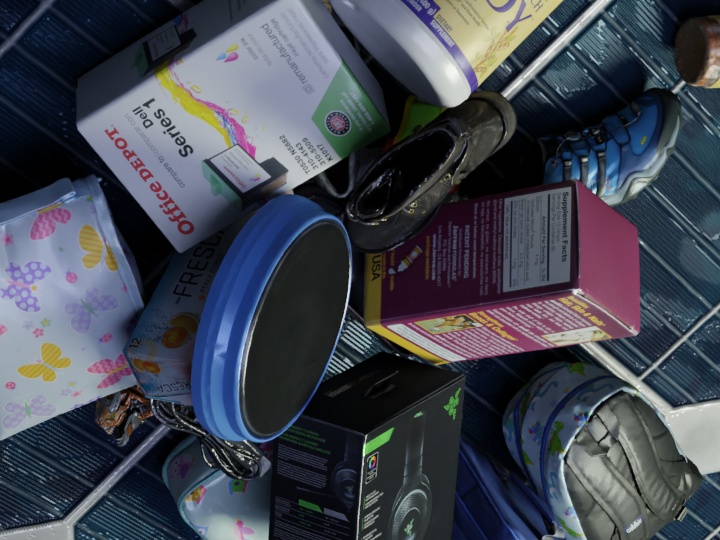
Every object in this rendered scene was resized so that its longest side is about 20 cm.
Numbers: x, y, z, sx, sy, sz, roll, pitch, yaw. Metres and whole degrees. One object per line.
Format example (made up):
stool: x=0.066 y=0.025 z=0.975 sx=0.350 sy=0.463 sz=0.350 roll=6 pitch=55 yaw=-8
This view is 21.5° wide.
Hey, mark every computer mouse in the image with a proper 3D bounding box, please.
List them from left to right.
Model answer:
computer mouse: x=-0.087 y=0.064 z=1.576 sx=0.138 sy=0.053 sz=0.200 roll=45 pitch=56 yaw=-37

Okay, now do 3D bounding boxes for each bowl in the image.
bowl: x=-0.065 y=0.041 z=1.480 sx=0.201 sy=0.039 sz=0.201 roll=-50 pitch=150 yaw=-44

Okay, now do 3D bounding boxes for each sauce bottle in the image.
sauce bottle: x=0.376 y=-0.195 z=1.669 sx=0.200 sy=0.066 sz=0.066 roll=-5 pitch=125 yaw=-20

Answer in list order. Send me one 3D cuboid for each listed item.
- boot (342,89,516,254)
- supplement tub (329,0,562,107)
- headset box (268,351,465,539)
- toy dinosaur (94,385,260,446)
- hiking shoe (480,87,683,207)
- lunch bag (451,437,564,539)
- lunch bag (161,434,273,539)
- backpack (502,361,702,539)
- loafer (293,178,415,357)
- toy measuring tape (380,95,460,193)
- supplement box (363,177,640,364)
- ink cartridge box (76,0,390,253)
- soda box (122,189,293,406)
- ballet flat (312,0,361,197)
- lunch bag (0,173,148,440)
boot: x=0.029 y=-0.068 z=1.475 sx=0.069 sy=0.174 sz=0.200 roll=48 pitch=118 yaw=4
supplement tub: x=0.087 y=-0.239 z=1.448 sx=0.200 sy=0.145 sz=0.145 roll=-46 pitch=129 yaw=-4
headset box: x=0.006 y=0.181 z=1.636 sx=0.174 sy=0.093 sz=0.200 roll=-23 pitch=122 yaw=-55
toy dinosaur: x=-0.132 y=0.084 z=1.629 sx=0.200 sy=0.102 sz=0.136 roll=-33 pitch=116 yaw=5
hiking shoe: x=0.194 y=-0.093 z=1.655 sx=0.200 sy=0.074 sz=0.087 roll=-42 pitch=129 yaw=9
lunch bag: x=0.118 y=0.257 z=1.786 sx=0.132 sy=0.200 sz=0.136 roll=-46 pitch=130 yaw=9
lunch bag: x=-0.074 y=0.203 z=1.745 sx=0.160 sy=0.077 sz=0.200 roll=-39 pitch=131 yaw=0
backpack: x=0.224 y=0.178 z=1.822 sx=0.163 sy=0.154 sz=0.200 roll=-43 pitch=146 yaw=-8
loafer: x=0.000 y=0.000 z=1.643 sx=0.072 sy=0.063 sz=0.200 roll=-35 pitch=130 yaw=3
toy measuring tape: x=0.048 y=-0.118 z=1.572 sx=0.074 sy=0.074 sz=0.200 roll=-17 pitch=131 yaw=-12
supplement box: x=0.119 y=0.005 z=1.596 sx=0.200 sy=0.103 sz=0.131 roll=-10 pitch=157 yaw=29
ink cartridge box: x=-0.100 y=-0.127 z=1.464 sx=0.200 sy=0.084 sz=0.145 roll=-30 pitch=121 yaw=12
soda box: x=-0.114 y=0.013 z=1.518 sx=0.068 sy=0.200 sz=0.064 roll=9 pitch=142 yaw=22
ballet flat: x=-0.022 y=-0.151 z=1.531 sx=0.066 sy=0.057 sz=0.200 roll=-17 pitch=128 yaw=-13
lunch bag: x=-0.260 y=0.016 z=1.504 sx=0.170 sy=0.127 sz=0.200 roll=-23 pitch=140 yaw=-6
